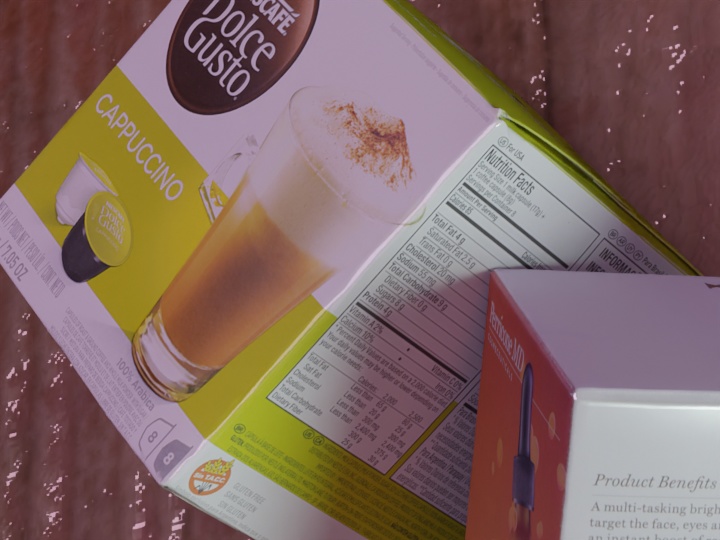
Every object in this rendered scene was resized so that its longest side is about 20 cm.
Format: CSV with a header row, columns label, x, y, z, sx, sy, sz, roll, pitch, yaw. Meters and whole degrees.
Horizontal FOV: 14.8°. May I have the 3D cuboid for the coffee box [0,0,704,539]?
label,x,y,z,sx,sy,sz,roll,pitch,yaw
coffee box,0.000,0.000,1.173,0.198,0.200,0.200,-48,45,7

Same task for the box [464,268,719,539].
label,x,y,z,sx,sy,sz,roll,pitch,yaw
box,0.104,0.116,1.032,0.152,0.106,0.201,-117,30,-72
